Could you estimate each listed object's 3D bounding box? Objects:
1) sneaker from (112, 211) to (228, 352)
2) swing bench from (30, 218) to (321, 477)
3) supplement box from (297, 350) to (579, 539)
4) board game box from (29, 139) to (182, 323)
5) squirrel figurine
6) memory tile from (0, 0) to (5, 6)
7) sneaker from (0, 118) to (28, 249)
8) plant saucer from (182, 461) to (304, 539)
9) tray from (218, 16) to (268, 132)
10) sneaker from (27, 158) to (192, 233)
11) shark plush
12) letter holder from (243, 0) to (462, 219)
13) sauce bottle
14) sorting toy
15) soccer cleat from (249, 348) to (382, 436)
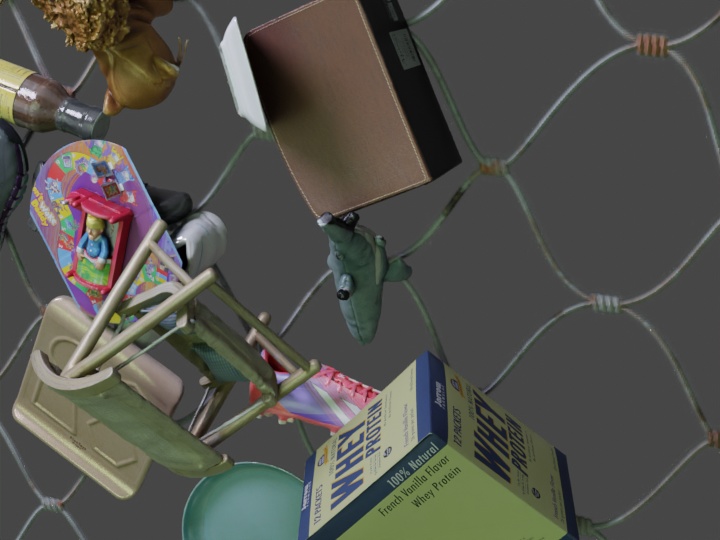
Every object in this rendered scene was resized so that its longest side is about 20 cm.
[{"bbox_3d":[-0.224,0.021,1.435,0.070,0.080,0.201,38,115,5],"label":"sneaker"},{"bbox_3d":[-0.185,0.097,1.329,0.200,0.199,0.130,-48,43,-3],"label":"swing bench"},{"bbox_3d":[0.075,0.230,1.317,0.200,0.134,0.200,37,115,-19],"label":"supplement box"},{"bbox_3d":[-0.281,-0.034,1.380,0.158,0.039,0.201,-24,93,31],"label":"board game box"},{"bbox_3d":[-0.259,-0.251,1.305,0.141,0.200,0.187,-23,83,17],"label":"squirrel figurine"},{"bbox_3d":[-0.474,-0.347,1.459,0.199,0.017,0.154,29,112,10],"label":"memory tile"},{"bbox_3d":[-0.427,-0.073,1.456,0.074,0.088,0.201,31,127,11],"label":"sneaker"},{"bbox_3d":[-0.109,0.308,1.499,0.199,0.027,0.201,5,107,18],"label":"plant saucer"},{"bbox_3d":[-0.118,-0.188,1.279,0.022,0.200,0.108,-17,100,-4],"label":"tray"},{"bbox_3d":[-0.278,-0.085,1.431,0.199,0.076,0.091,1,99,18],"label":"sneaker"},{"bbox_3d":[0.000,0.000,1.301,0.090,0.200,0.084,14,67,7],"label":"shark plush"},{"bbox_3d":[-0.011,-0.166,1.296,0.142,0.101,0.201,-20,97,25],"label":"letter holder"},{"bbox_3d":[-0.370,-0.188,1.437,0.199,0.065,0.065,23,111,12],"label":"sauce bottle"},{"bbox_3d":[-0.300,0.145,1.505,0.185,0.036,0.200,35,125,8],"label":"sorting toy"},{"bbox_3d":[-0.025,0.136,1.405,0.199,0.067,0.077,9,93,16],"label":"soccer cleat"}]
